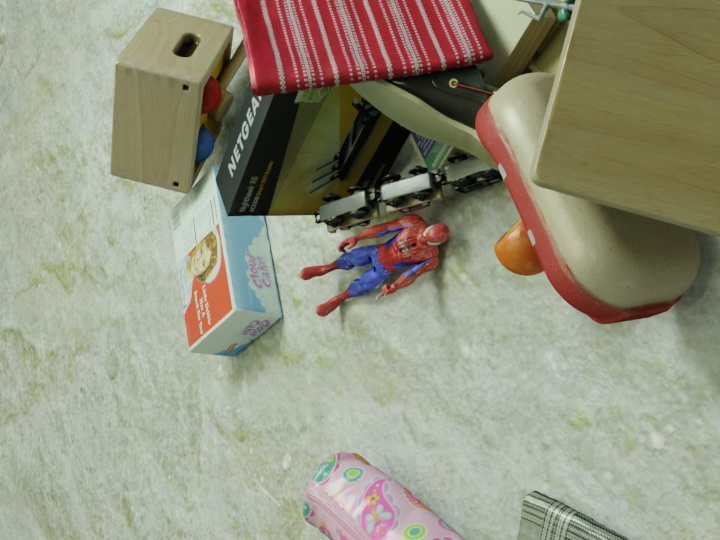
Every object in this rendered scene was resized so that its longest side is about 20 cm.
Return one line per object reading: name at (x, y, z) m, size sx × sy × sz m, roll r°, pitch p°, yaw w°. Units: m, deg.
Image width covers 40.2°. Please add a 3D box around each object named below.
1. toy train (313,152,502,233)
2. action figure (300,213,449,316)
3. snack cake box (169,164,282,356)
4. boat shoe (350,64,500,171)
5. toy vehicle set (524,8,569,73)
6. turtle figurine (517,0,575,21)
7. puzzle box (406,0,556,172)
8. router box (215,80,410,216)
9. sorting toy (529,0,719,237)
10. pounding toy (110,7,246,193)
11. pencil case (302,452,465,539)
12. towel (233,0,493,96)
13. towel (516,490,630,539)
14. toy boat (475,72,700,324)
toy train at (0.045, -0.073, 0.904) m, size 0.200 × 0.046 × 0.034 m, roll -15°, pitch 73°, yaw 28°
action figure at (0.000, 0.000, 0.943) m, size 0.200 × 0.099 × 0.065 m, roll -26°, pitch 88°, yaw 45°
snack cake box at (-0.165, -0.011, 1.188) m, size 0.115 × 0.067 × 0.200 m, roll -37°, pitch 55°, yaw 40°
boat shoe at (0.082, -0.138, 0.822) m, size 0.201 × 0.074 × 0.063 m, roll 26°, pitch 84°, yaw 10°
toy vehicle set at (0.170, -0.235, 0.829) m, size 0.124 × 0.026 × 0.200 m, roll -56°, pitch 43°, yaw 29°
turtle figurine at (0.182, -0.264, 0.708) m, size 0.199 × 0.101 × 0.150 m, roll -2°, pitch 120°, yaw 19°
puzzle box at (0.092, -0.193, 0.891) m, size 0.200 × 0.025 × 0.133 m, roll -58°, pitch 43°, yaw 44°
router box at (-0.035, -0.135, 0.936) m, size 0.200 × 0.157 × 0.052 m, roll -61°, pitch 41°, yaw 45°
sorting toy at (0.223, -0.121, 0.622) m, size 0.070 × 0.199 × 0.199 m, roll 116°, pitch 169°, yaw -87°
pounding toy at (-0.204, -0.227, 1.210) m, size 0.200 × 0.142 × 0.184 m, roll -76°, pitch 1°, yaw -52°
pencil case at (0.026, 0.238, 0.867) m, size 0.200 × 0.087 × 0.088 m, roll 32°, pitch 108°, yaw 52°
towel at (-0.003, -0.209, 0.823) m, size 0.023 × 0.199 × 0.145 m, roll 86°, pitch 173°, yaw -51°
towel at (0.162, 0.288, 0.719) m, size 0.192 × 0.034 × 0.201 m, roll 21°, pitch 100°, yaw 52°
toy boat at (0.146, -0.043, 0.724) m, size 0.131 × 0.130 × 0.200 m, roll -43°, pitch 60°, yaw 46°
